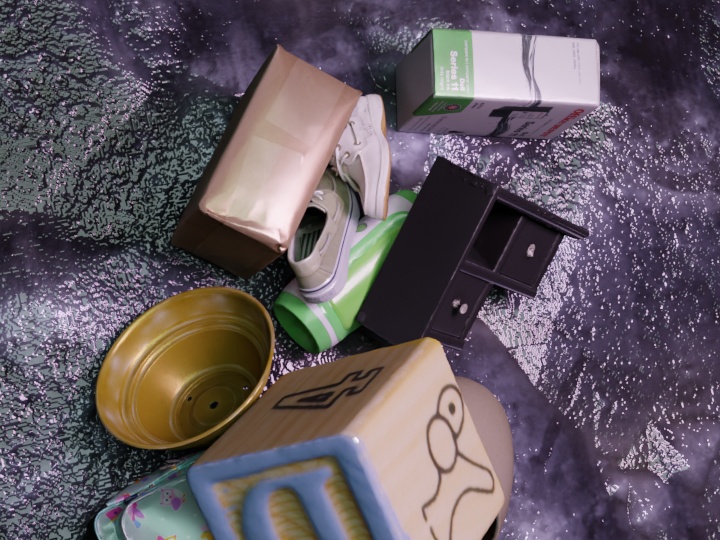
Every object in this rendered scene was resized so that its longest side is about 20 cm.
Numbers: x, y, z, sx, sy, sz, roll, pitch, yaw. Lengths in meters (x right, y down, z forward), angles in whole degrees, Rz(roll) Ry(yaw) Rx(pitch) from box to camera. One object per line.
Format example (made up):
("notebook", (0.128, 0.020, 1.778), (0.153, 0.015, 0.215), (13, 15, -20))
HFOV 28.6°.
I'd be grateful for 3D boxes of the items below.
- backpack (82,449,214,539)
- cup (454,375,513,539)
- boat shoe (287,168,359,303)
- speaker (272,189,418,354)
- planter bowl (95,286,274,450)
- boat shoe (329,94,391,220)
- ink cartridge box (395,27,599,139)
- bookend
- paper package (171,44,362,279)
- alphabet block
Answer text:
("backpack", (-0.153, 0.269, 1.414), (0.200, 0.153, 0.176), (-28, 84, -28))
("cup", (0.083, 0.191, 1.489), (0.200, 0.200, 0.143), (45, 44, -3))
("boat shoe", (-0.042, -0.052, 1.510), (0.072, 0.062, 0.200), (-16, 40, 12))
("speaker", (0.000, 0.000, 1.548), (0.200, 0.088, 0.088), (-42, 91, -20))
("planter bowl", (-0.166, 0.120, 1.454), (0.200, 0.084, 0.201), (-13, 47, 14))
("boat shoe", (-0.005, -0.124, 1.549), (0.069, 0.071, 0.200), (1, 38, -7))
("ink cartridge box", (0.154, -0.209, 1.605), (0.200, 0.147, 0.083), (1, 79, -15))
("bookend", (0.125, 0.004, 1.543), (0.199, 0.092, 0.200), (21, 98, -50))
("paper package", (-0.104, -0.107, 1.485), (0.103, 0.191, 0.200), (28, 73, -11))
("alphabet block", (-0.009, 0.202, 1.316), (0.200, 0.196, 0.196), (-41, 113, -56))
